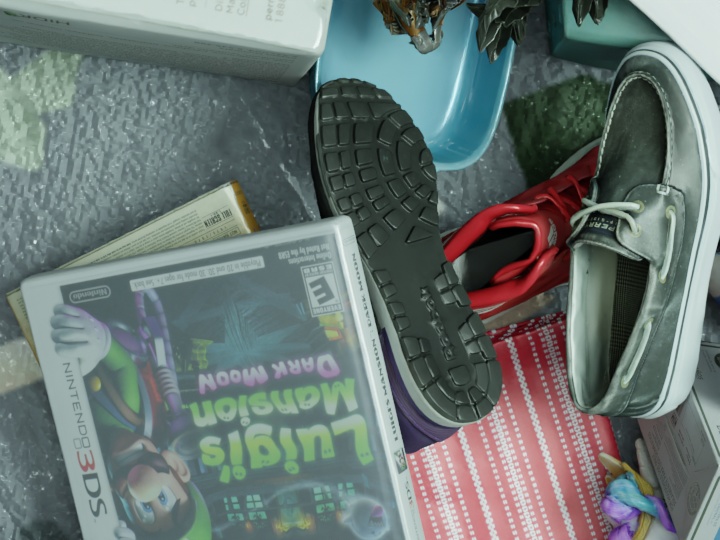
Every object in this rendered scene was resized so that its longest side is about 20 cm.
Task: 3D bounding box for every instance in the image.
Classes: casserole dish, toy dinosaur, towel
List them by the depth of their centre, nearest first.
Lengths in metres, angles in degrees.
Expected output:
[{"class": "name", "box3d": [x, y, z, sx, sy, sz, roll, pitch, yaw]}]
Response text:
[{"class": "toy dinosaur", "box3d": [0.059, -0.182, 1.056, 0.102, 0.201, 0.136, -33, 66, -17]}, {"class": "casserole dish", "box3d": [0.031, -0.149, 1.173, 0.120, 0.039, 0.202, 13, 86, -26]}, {"class": "towel", "box3d": [0.052, 0.116, 1.190, 0.198, 0.022, 0.146, -16, 91, -7]}]

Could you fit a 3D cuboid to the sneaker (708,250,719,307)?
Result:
[{"class": "sneaker", "box3d": [0.269, -0.050, 1.195, 0.082, 0.074, 0.201, 38, 84, -2]}]

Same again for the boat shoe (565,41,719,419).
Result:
[{"class": "boat shoe", "box3d": [0.145, -0.018, 1.090, 0.071, 0.072, 0.202, -7, 100, -44]}]

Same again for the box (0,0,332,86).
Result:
[{"class": "box", "box3d": [-0.105, -0.214, 1.106, 0.198, 0.171, 0.201, 9, 88, -8]}]

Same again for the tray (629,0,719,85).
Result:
[{"class": "tray", "box3d": [0.226, -0.196, 1.083, 0.107, 0.022, 0.200, 43, 93, 4]}]

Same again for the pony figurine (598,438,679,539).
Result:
[{"class": "pony figurine", "box3d": [0.193, 0.212, 1.152, 0.199, 0.167, 0.194, 28, 63, -9]}]

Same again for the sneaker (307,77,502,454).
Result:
[{"class": "sneaker", "box3d": [0.000, 0.000, 1.109, 0.075, 0.087, 0.202, -4, 71, -38]}]

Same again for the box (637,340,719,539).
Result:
[{"class": "box", "box3d": [0.264, 0.105, 1.151, 0.198, 0.117, 0.061, 7, 124, -14]}]

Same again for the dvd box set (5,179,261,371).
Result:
[{"class": "dvd box set", "box3d": [-0.089, 0.071, 1.151, 0.145, 0.029, 0.201, -26, 91, 12]}]

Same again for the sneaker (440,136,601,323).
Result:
[{"class": "sneaker", "box3d": [0.120, -0.022, 1.154, 0.199, 0.116, 0.079, -32, 92, -5]}]

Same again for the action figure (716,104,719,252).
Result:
[{"class": "action figure", "box3d": [0.231, -0.026, 1.122, 0.129, 0.069, 0.201, -14, 51, 31]}]

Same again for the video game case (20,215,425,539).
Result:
[{"class": "video game case", "box3d": [-0.075, 0.077, 1.097, 0.198, 0.023, 0.184, -10, 98, 26]}]

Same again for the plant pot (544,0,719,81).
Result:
[{"class": "plant pot", "box3d": [0.202, -0.178, 1.160, 0.198, 0.141, 0.143, -4, 89, -1]}]
